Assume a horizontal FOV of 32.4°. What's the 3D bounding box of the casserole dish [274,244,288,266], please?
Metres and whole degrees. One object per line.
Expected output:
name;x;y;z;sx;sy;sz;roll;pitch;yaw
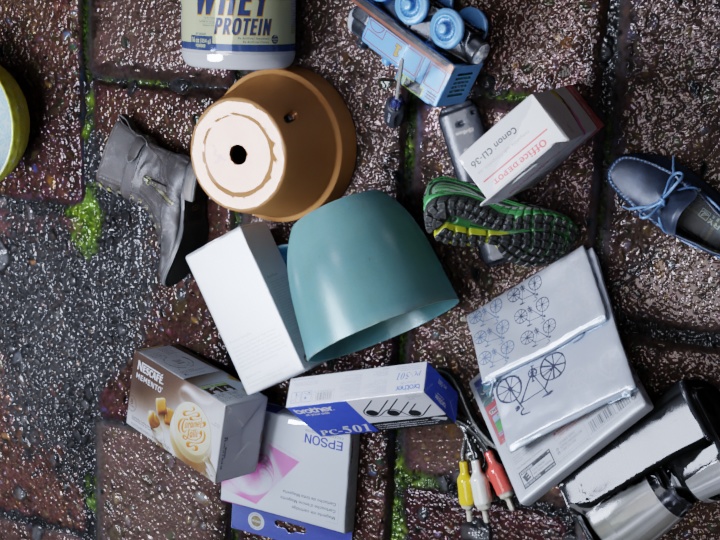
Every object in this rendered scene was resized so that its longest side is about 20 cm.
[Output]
casserole dish;-0.101;0.053;1.652;0.121;0.039;0.201;43;116;11

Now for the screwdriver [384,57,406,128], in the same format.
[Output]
screwdriver;0.045;-0.205;1.452;0.028;0.200;0.029;-19;83;-6

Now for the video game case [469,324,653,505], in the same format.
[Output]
video game case;0.231;0.146;1.466;0.200;0.023;0.184;-44;46;25

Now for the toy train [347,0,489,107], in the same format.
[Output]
toy train;0.062;-0.284;1.468;0.199;0.086;0.115;39;119;22

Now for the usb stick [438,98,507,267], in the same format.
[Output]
usb stick;0.145;-0.105;1.503;0.055;0.033;0.203;-16;93;23

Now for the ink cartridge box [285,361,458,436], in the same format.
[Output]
ink cartridge box;0.014;0.164;1.562;0.198;0.094;0.045;-10;55;29

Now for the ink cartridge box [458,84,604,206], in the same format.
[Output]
ink cartridge box;0.187;-0.141;1.382;0.116;0.200;0.068;-41;83;26

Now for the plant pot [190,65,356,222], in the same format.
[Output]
plant pot;-0.120;-0.152;1.560;0.197;0.140;0.203;6;104;23

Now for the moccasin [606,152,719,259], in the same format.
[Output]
moccasin;0.365;-0.073;1.385;0.198;0.068;0.081;29;112;17

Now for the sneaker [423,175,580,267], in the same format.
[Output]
sneaker;0.167;-0.068;1.449;0.198;0.086;0.078;16;127;-17

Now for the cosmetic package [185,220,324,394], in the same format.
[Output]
cosmetic package;-0.134;0.048;1.606;0.101;0.074;0.202;-24;88;27

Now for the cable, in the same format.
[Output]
cable;0.142;0.214;1.562;0.096;0.050;0.202;-22;91;30

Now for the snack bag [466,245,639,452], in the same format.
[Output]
snack bag;0.219;0.095;1.459;0.187;0.021;0.202;-31;52;28

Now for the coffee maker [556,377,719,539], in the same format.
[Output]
coffee maker;0.328;0.209;1.427;0.200;0.134;0.193;-40;82;26

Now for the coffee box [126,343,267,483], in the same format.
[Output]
coffee box;-0.225;0.189;1.684;0.199;0.079;0.116;25;112;39

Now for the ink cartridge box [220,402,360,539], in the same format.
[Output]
ink cartridge box;-0.099;0.289;1.700;0.194;0.043;0.203;9;103;23

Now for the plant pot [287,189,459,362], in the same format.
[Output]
plant pot;0.000;0.000;1.512;0.199;0.200;0.163;-27;79;27

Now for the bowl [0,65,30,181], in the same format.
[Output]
bowl;-0.538;-0.216;1.763;0.198;0.107;0.203;6;104;24

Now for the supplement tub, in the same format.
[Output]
supplement tub;-0.150;-0.354;1.528;0.143;0.145;0.203;7;104;24

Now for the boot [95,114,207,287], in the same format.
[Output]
boot;-0.291;-0.096;1.701;0.172;0.069;0.203;21;102;23
